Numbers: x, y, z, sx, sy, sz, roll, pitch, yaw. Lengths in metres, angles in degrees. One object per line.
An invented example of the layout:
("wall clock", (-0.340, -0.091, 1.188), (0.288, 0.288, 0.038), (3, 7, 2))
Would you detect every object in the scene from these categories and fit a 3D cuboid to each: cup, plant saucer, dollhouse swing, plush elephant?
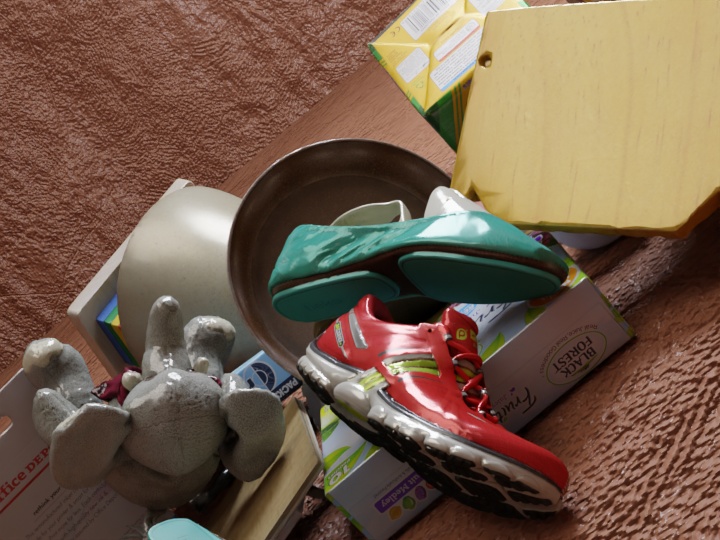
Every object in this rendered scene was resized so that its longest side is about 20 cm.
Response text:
("cup", (-0.118, 0.024, 1.284), (0.142, 0.201, 0.201), (10, 46, 37))
("plant saucer", (0.000, 0.000, 0.951), (0.200, 0.200, 0.032), (-47, -8, -24))
("dollhouse swing", (0.196, -0.090, 0.828), (0.198, 0.175, 0.184), (5, 78, 38))
("plush elephant", (-0.137, 0.095, 0.894), (0.155, 0.163, 0.202), (122, 142, -52))

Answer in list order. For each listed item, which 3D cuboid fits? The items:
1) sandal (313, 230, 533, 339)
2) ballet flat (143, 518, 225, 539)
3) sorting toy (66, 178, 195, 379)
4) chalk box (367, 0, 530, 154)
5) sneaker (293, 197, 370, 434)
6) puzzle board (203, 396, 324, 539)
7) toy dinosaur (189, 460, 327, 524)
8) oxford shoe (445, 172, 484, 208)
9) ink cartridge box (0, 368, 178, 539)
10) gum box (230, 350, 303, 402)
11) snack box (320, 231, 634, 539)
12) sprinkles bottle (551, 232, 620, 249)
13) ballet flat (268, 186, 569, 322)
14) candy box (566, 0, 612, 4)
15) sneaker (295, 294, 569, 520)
("sandal", (0.048, 0.006, 0.902), (0.199, 0.054, 0.081), (-24, -30, -26))
("ballet flat", (-0.063, 0.200, 0.727), (0.072, 0.072, 0.199), (-45, 32, -17))
("sorting toy", (-0.183, 0.045, 1.381), (0.069, 0.201, 0.199), (11, 52, 37))
("chalk box", (0.123, -0.150, 1.133), (0.124, 0.200, 0.124), (-42, 45, 9))
("sneaker", (-0.010, 0.031, 0.985), (0.080, 0.202, 0.076), (-4, -17, 0))
("puzzle board", (-0.087, 0.189, 0.864), (0.201, 0.017, 0.151), (-56, 13, 3))
("toy dinosaur", (-0.083, 0.162, 0.980), (0.088, 0.048, 0.200), (-37, 15, -10))
("oxford shoe", (0.077, -0.029, 1.069), (0.074, 0.071, 0.200), (-44, 12, 1))
("ink cartridge box", (-0.229, 0.181, 0.993), (0.115, 0.200, 0.068), (-45, 13, -17))
("gum box", (-0.123, 0.125, 1.102), (0.170, 0.045, 0.200), (-38, 0, -31))
("snack box", (0.065, 0.067, 0.818), (0.200, 0.053, 0.142), (-41, 14, 7))
("sprinkles bottle", (0.166, -0.082, 0.974), (0.068, 0.068, 0.200), (-37, 13, 20))
("ballet flat", (0.031, -0.015, 0.784), (0.198, 0.067, 0.071), (-7, 59, 31))
("candy box", (0.218, -0.247, 1.062), (0.055, 0.200, 0.115), (-47, 14, -25))
("sneaker", (0.042, 0.063, 0.705), (0.085, 0.077, 0.199), (-50, 42, -11))
